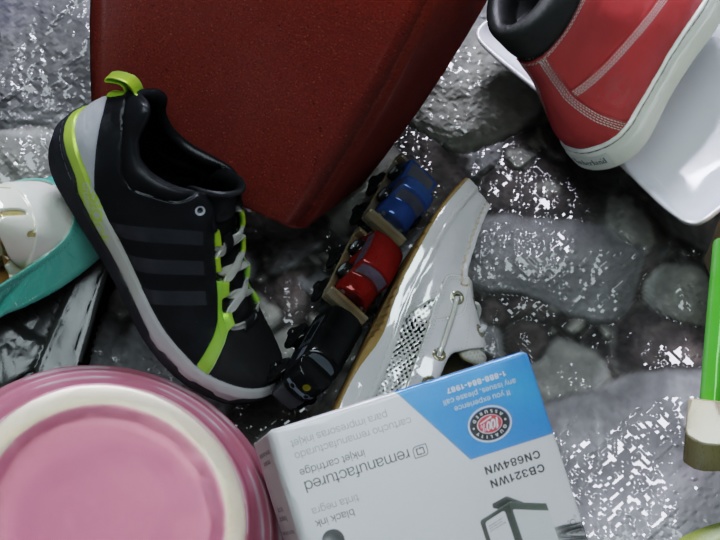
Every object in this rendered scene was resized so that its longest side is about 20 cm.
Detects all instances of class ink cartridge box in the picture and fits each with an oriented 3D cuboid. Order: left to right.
[{"bbox_3d":[0.044,0.160,1.066,0.146,0.084,0.200,-17,84,-10],"label":"ink cartridge box"}]

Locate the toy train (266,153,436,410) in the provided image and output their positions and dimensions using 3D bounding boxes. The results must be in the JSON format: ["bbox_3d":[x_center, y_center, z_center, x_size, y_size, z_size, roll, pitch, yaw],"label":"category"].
[{"bbox_3d":[0.000,0.000,1.176,0.034,0.046,0.200,41,46,-15],"label":"toy train"}]

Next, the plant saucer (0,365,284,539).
[{"bbox_3d":[-0.137,0.137,1.074,0.200,0.051,0.201,5,63,-10],"label":"plant saucer"}]

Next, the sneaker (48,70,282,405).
[{"bbox_3d":[-0.092,-0.015,1.115,0.200,0.083,0.072,55,32,-15],"label":"sneaker"}]

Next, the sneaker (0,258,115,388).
[{"bbox_3d":[-0.201,0.023,1.173,0.104,0.060,0.200,15,67,0],"label":"sneaker"}]

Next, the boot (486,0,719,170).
[{"bbox_3d":[0.146,-0.179,1.201,0.072,0.144,0.200,0,50,42],"label":"boot"}]

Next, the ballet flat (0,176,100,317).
[{"bbox_3d":[-0.211,-0.005,1.118,0.200,0.070,0.067,-35,63,-16],"label":"ballet flat"}]

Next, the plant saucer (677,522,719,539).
[{"bbox_3d":[0.242,0.200,1.074,0.200,0.031,0.200,11,41,-10],"label":"plant saucer"}]

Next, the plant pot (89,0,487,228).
[{"bbox_3d":[-0.048,-0.140,1.176,0.200,0.200,0.176,24,109,9],"label":"plant pot"}]

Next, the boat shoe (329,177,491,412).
[{"bbox_3d":[0.040,0.040,1.174,0.069,0.071,0.200,26,66,0],"label":"boat shoe"}]

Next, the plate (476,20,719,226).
[{"bbox_3d":[0.207,-0.134,1.277,0.200,0.032,0.200,-36,63,-18],"label":"plate"}]

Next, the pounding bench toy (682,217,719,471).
[{"bbox_3d":[0.250,0.013,1.162,0.200,0.124,0.156,-16,64,-10],"label":"pounding bench toy"}]
